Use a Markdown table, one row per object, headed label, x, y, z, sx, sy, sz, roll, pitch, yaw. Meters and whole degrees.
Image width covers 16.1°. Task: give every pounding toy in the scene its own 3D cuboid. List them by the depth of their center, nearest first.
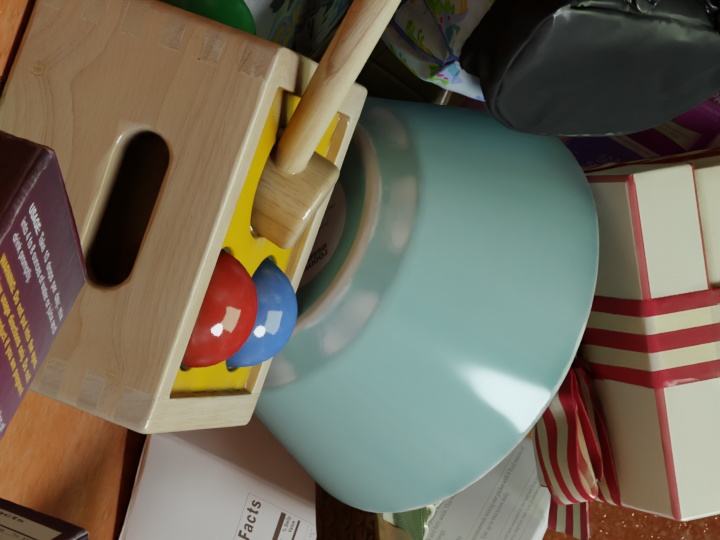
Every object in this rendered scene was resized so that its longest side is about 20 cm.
| label | x | y | z | sx | sy | sz | roll | pitch | yaw |
| --- | --- | --- | --- | --- | --- | --- | --- | --- | --- |
| pounding toy | -0.061 | -0.039 | 1.020 | 0.184 | 0.142 | 0.201 | 9 | 102 | -78 |

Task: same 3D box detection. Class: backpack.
| label | x | y | z | sx | sy | sz | roll | pitch | yaw |
| --- | --- | --- | --- | --- | --- | --- | --- | --- | --- |
| backpack | 0.059 | -0.150 | 1.137 | 0.163 | 0.200 | 0.154 | 1 | 147 | -49 |

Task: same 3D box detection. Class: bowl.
| label | x | y | z | sx | sy | sz | roll | pitch | yaw |
| --- | --- | --- | --- | --- | --- | --- | --- | --- | --- |
| bowl | 0.000 | 0.000 | 1.168 | 0.105 | 0.201 | 0.201 | 28 | 81 | -37 |

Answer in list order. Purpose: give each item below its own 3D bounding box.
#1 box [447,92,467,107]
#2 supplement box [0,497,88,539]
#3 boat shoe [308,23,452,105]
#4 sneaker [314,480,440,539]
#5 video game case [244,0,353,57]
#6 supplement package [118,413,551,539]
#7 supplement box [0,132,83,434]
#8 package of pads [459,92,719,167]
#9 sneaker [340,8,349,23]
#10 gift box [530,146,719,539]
| label | x | y | z | sx | sy | sz | roll | pitch | yaw |
| --- | --- | --- | --- | --- | --- | --- | --- | --- | --- |
| box | 0.084 | -0.094 | 1.439 | 0.200 | 0.078 | 0.095 | -28 | 169 | 6 |
| supplement box | -0.185 | 0.152 | 0.921 | 0.200 | 0.085 | 0.111 | -26 | 135 | -72 |
| boat shoe | -0.012 | -0.067 | 1.296 | 0.201 | 0.073 | 0.063 | -60 | -169 | 25 |
| sneaker | 0.024 | 0.092 | 1.253 | 0.067 | 0.090 | 0.201 | -56 | -146 | 40 |
| video game case | -0.023 | -0.179 | 1.238 | 0.200 | 0.022 | 0.183 | -55 | 161 | -48 |
| supplement package | -0.010 | 0.131 | 1.342 | 0.121 | 0.200 | 0.120 | -55 | 167 | -48 |
| supplement box | -0.173 | 0.046 | 0.720 | 0.086 | 0.110 | 0.200 | 86 | 27 | -63 |
| package of pads | 0.144 | -0.095 | 1.334 | 0.200 | 0.120 | 0.076 | -49 | -142 | 21 |
| sneaker | 0.052 | -0.159 | 1.335 | 0.200 | 0.076 | 0.081 | -33 | -157 | 44 |
| gift box | 0.164 | 0.030 | 1.251 | 0.200 | 0.186 | 0.185 | 168 | -88 | -70 |
